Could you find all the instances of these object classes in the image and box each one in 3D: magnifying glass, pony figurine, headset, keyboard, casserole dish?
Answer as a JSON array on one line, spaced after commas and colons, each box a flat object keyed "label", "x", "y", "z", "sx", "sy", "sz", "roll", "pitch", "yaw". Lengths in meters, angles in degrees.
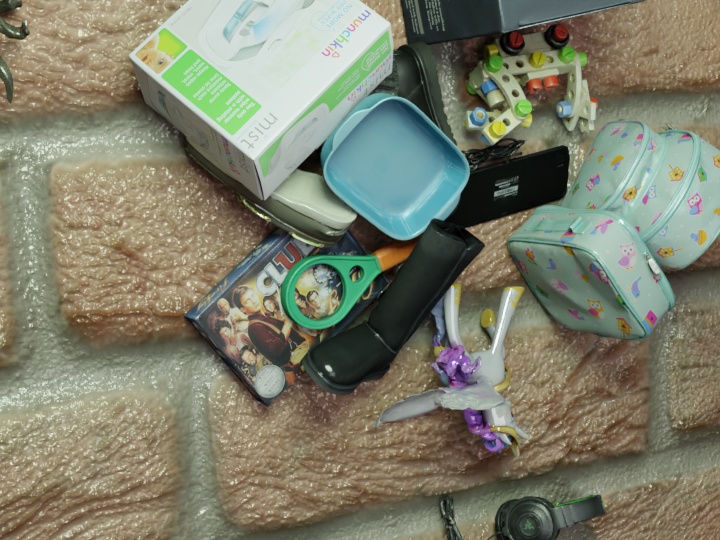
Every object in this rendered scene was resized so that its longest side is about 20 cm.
[{"label": "magnifying glass", "x": 0.000, "y": 0.000, "z": 1.250, "sx": 0.199, "sy": 0.022, "sz": 0.080, "roll": -26, "pitch": 107, "yaw": -21}, {"label": "pony figurine", "x": 0.122, "y": 0.120, "z": 1.307, "sx": 0.192, "sy": 0.166, "sz": 0.202, "roll": 4, "pitch": 79, "yaw": -35}, {"label": "headset", "x": 0.201, "y": 0.301, "z": 1.384, "sx": 0.198, "sy": 0.124, "sz": 0.095, "roll": -14, "pitch": 78, "yaw": -8}, {"label": "keyboard", "x": 0.168, "y": -0.116, "z": 1.362, "sx": 0.199, "sy": 0.040, "sz": 0.105, "roll": -17, "pitch": 127, "yaw": -26}, {"label": "casserole dish", "x": 0.033, "y": -0.111, "z": 1.173, "sx": 0.121, "sy": 0.039, "sz": 0.200, "roll": -47, "pitch": 136, "yaw": 7}]

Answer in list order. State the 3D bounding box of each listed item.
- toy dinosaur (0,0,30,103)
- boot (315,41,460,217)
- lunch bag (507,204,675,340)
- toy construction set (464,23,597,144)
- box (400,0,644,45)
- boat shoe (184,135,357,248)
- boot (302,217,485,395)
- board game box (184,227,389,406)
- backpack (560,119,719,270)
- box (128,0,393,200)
[{"label": "toy dinosaur", "x": -0.371, "y": -0.255, "z": 1.045, "sx": 0.101, "sy": 0.077, "sz": 0.202, "roll": -15, "pitch": 108, "yaw": -13}, {"label": "boot", "x": 0.019, "y": -0.145, "z": 1.245, "sx": 0.157, "sy": 0.079, "sz": 0.213, "roll": -18, "pitch": 96, "yaw": -30}, {"label": "lunch bag", "x": 0.272, "y": -0.003, "z": 1.327, "sx": 0.077, "sy": 0.200, "sz": 0.161, "roll": -41, "pitch": 110, "yaw": -19}, {"label": "toy construction set", "x": 0.209, "y": -0.217, "z": 1.329, "sx": 0.199, "sy": 0.092, "sz": 0.132, "roll": -8, "pitch": 75, "yaw": -34}, {"label": "box", "x": 0.172, "y": -0.327, "z": 1.236, "sx": 0.195, "sy": 0.200, "sz": 0.119, "roll": -17, "pitch": 104, "yaw": -25}, {"label": "boat shoe", "x": -0.102, "y": -0.089, "z": 1.183, "sx": 0.201, "sy": 0.060, "sz": 0.072, "roll": 29, "pitch": 45, "yaw": -5}, {"label": "boot", "x": 0.037, "y": 0.036, "z": 1.208, "sx": 0.066, "sy": 0.165, "sz": 0.200, "roll": 44, "pitch": 111, "yaw": 14}, {"label": "board game box", "x": -0.079, "y": 0.032, "z": 1.241, "sx": 0.200, "sy": 0.035, "sz": 0.136, "roll": -45, "pitch": 114, "yaw": -16}, {"label": "backpack", "x": 0.351, "y": -0.092, "z": 1.357, "sx": 0.153, "sy": 0.200, "sz": 0.177, "roll": 34, "pitch": 81, "yaw": -26}, {"label": "box", "x": -0.096, "y": -0.205, "z": 1.124, "sx": 0.176, "sy": 0.097, "sz": 0.200, "roll": 40, "pitch": 75, "yaw": 17}]
